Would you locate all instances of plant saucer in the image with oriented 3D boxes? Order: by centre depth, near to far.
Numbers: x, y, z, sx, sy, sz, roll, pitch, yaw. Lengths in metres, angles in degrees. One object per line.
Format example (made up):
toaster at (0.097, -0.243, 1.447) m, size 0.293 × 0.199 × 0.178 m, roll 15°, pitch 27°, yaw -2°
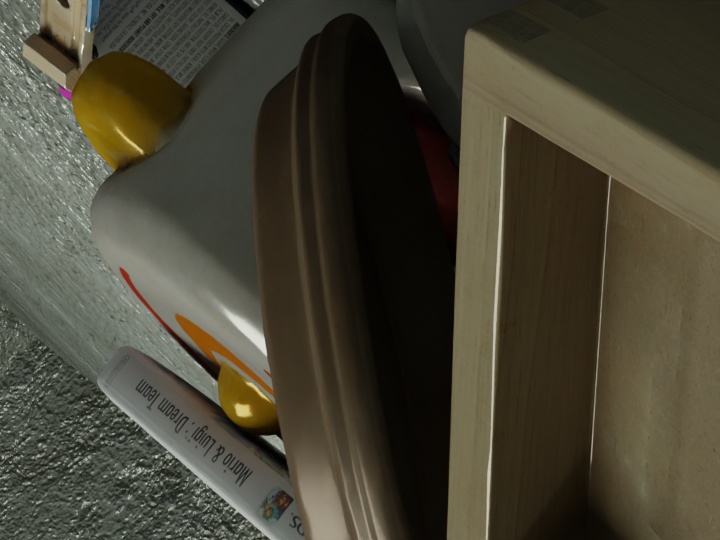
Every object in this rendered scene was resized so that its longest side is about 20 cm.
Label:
plant saucer at (0.007, 0.032, 0.755) m, size 0.200 × 0.029 × 0.201 m, roll -11°, pitch -90°, yaw -81°

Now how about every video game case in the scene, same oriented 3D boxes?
video game case at (0.012, 0.115, 1.039) m, size 0.200 × 0.024 × 0.182 m, roll 40°, pitch 177°, yaw -41°

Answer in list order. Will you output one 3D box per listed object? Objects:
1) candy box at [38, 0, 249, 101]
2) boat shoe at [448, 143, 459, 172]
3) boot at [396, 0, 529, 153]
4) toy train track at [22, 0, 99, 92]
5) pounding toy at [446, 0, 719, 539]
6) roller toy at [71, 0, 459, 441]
candy box at (-0.041, -0.049, 1.195) m, size 0.200 × 0.061 × 0.136 m, roll 42°, pitch 170°, yaw 5°
boat shoe at (0.083, 0.010, 0.878) m, size 0.074 × 0.068 × 0.200 m, roll 53°, pitch 179°, yaw 37°
boot at (0.071, 0.002, 0.770) m, size 0.200 × 0.073 × 0.091 m, roll 51°, pitch 148°, yaw 19°
toy train track at (-0.115, -0.124, 1.054) m, size 0.115 × 0.033 × 0.200 m, roll 38°, pitch 153°, yaw 13°
pounding toy at (0.135, 0.045, 0.604) m, size 0.200 × 0.142 × 0.185 m, roll 34°, pitch 135°, yaw 40°
roller toy at (0.000, 0.000, 0.996) m, size 0.182 × 0.140 × 0.200 m, roll 32°, pitch 166°, yaw 45°
